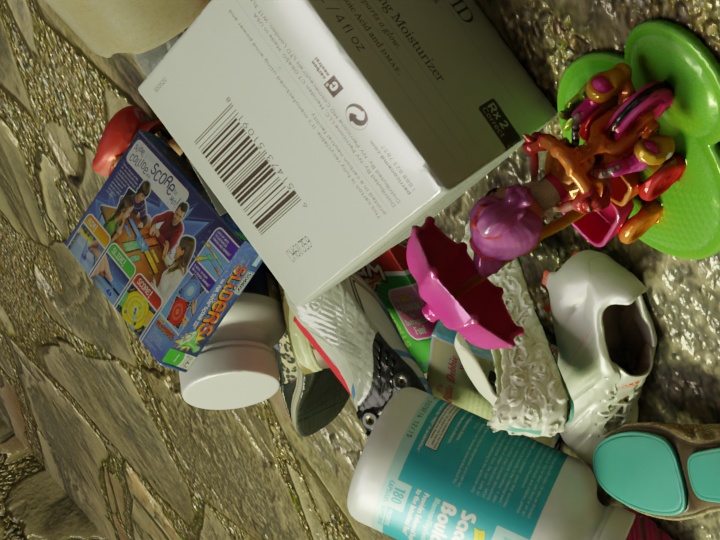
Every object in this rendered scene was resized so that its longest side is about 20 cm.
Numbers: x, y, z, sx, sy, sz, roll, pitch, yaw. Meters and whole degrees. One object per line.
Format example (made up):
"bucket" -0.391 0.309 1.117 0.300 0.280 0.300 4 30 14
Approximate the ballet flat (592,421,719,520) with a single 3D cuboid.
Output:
"ballet flat" 0.239 0.134 1.165 0.200 0.065 0.071 -3 97 62

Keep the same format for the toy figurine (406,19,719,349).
"toy figurine" 0.114 -0.035 1.015 0.150 0.184 0.200 48 157 16

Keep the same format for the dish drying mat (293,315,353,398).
"dish drying mat" 0.012 0.105 1.456 0.200 0.018 0.077 52 162 10

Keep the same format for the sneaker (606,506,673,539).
"sneaker" 0.165 0.238 1.366 0.200 0.081 0.088 12 135 4

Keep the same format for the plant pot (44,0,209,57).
"plant pot" -0.206 -0.278 1.354 0.200 0.200 0.184 30 160 48

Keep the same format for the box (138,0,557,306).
"box" -0.013 -0.115 1.166 0.199 0.131 0.200 53 140 2

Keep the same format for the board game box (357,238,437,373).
"board game box" 0.000 0.000 1.456 0.153 0.040 0.200 -25 101 53

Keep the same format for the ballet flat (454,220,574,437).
"ballet flat" 0.094 0.031 1.210 0.072 0.072 0.200 84 172 -53

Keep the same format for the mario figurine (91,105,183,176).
"mario figurine" -0.193 -0.078 1.748 0.123 0.106 0.200 -18 97 57

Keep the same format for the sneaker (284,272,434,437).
"sneaker" 0.013 0.069 1.389 0.072 0.072 0.200 -41 73 26

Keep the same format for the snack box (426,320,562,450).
"snack box" 0.110 0.109 1.390 0.116 0.037 0.200 22 150 11

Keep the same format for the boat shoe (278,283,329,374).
"boat shoe" -0.043 -0.006 1.561 0.072 0.066 0.201 -69 -31 -76

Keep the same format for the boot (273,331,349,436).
"boot" -0.079 0.058 1.724 0.154 0.073 0.204 43 150 33

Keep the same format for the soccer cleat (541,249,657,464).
"soccer cleat" 0.175 0.074 1.216 0.078 0.069 0.200 30 146 41

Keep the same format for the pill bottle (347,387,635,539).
"pill bottle" 0.099 0.173 1.278 0.200 0.111 0.111 23 150 12

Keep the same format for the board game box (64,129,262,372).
"board game box" -0.178 -0.021 1.540 0.034 0.135 0.200 23 -163 -47

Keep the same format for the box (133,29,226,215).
"box" -0.149 -0.149 1.497 0.158 0.050 0.200 63 178 -20

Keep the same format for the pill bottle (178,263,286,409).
"pill bottle" -0.130 0.021 1.592 0.120 0.120 0.200 104 159 -63
